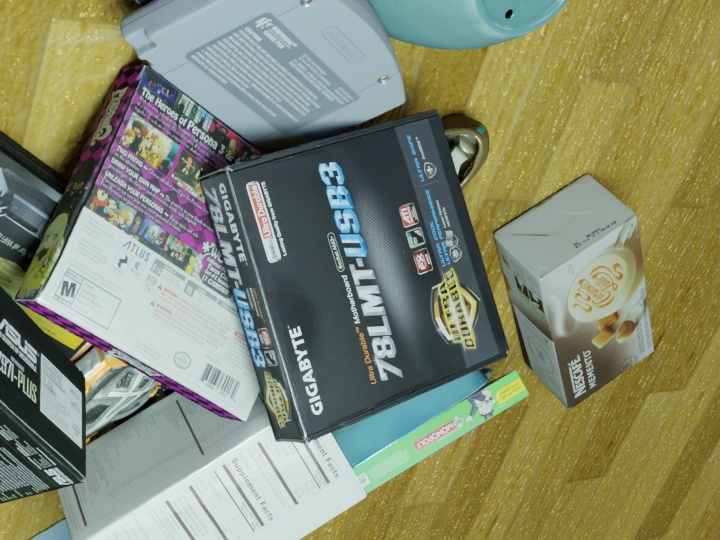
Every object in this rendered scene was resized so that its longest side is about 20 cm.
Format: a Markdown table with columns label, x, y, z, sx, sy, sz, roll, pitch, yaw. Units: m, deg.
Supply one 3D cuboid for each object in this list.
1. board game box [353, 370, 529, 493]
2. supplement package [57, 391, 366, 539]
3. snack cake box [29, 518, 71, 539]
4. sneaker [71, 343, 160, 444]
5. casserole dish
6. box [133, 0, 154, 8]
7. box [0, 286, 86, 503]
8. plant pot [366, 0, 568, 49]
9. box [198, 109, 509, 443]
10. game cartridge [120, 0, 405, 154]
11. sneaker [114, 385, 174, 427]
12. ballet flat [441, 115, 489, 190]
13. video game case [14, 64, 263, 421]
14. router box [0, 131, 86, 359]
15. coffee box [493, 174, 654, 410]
| label | x | y | z | sx | sy | sz | roll | pitch | yaw |
| --- | --- | --- | --- | --- | --- | --- | --- | --- | --- |
| board game box | 0.053 | 0.162 | 1.233 | 0.200 | 0.029 | 0.135 | -29 | 175 | -14 |
| supplement package | -0.117 | 0.163 | 1.005 | 0.200 | 0.114 | 0.110 | -31 | 122 | -6 |
| snack cake box | -0.213 | 0.260 | 1.141 | 0.200 | 0.067 | 0.115 | -31 | 138 | -12 |
| sneaker | -0.176 | 0.063 | 1.007 | 0.200 | 0.078 | 0.077 | -34 | 140 | 5 |
| casserole dish | 0.027 | 0.129 | 1.192 | 0.200 | 0.039 | 0.121 | -32 | -178 | -9 |
| box | -0.082 | -0.250 | 0.791 | 0.200 | 0.036 | 0.143 | -42 | 174 | 1 |
| box | -0.291 | 0.077 | 0.833 | 0.163 | 0.086 | 0.200 | -16 | 144 | 9 |
| plant pot | 0.080 | -0.233 | 0.905 | 0.200 | 0.135 | 0.200 | -21 | 134 | -23 |
| box | 0.000 | 0.000 | 0.954 | 0.198 | 0.050 | 0.200 | -18 | 94 | -37 |
| game cartridge | -0.053 | -0.147 | 0.890 | 0.133 | 0.041 | 0.200 | -19 | 155 | 19 |
| sneaker | -0.135 | 0.145 | 1.105 | 0.074 | 0.081 | 0.200 | -46 | 119 | 1 |
| ballet flat | 0.032 | -0.047 | 1.061 | 0.200 | 0.072 | 0.068 | -44 | 95 | 2 |
| video game case | -0.123 | -0.015 | 0.923 | 0.200 | 0.036 | 0.182 | 36 | 67 | -39 |
| router box | -0.260 | -0.004 | 0.899 | 0.157 | 0.052 | 0.200 | -44 | 138 | 3 |
| coffee box | 0.207 | 0.024 | 1.251 | 0.114 | 0.080 | 0.200 | -31 | 137 | -12 |
